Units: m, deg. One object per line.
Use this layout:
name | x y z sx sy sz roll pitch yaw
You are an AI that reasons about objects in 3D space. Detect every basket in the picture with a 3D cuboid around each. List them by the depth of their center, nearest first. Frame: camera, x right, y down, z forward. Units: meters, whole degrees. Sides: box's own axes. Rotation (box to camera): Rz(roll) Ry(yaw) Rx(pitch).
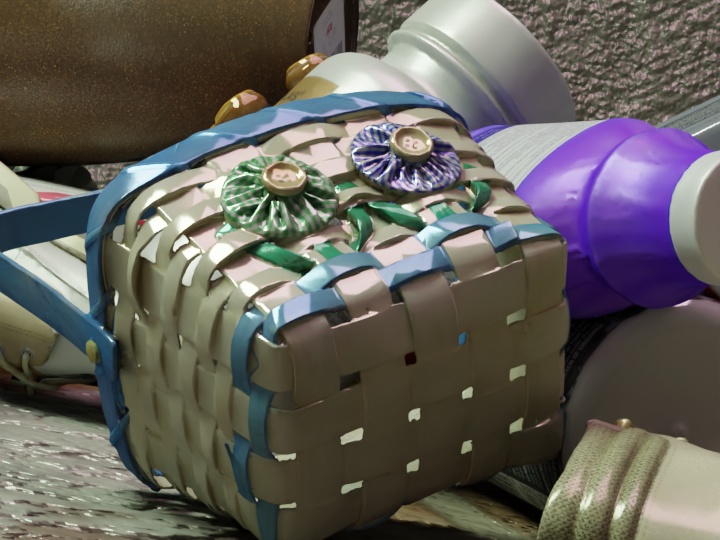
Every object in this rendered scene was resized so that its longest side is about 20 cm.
basket | -0.024 0.003 0.752 0.175 0.140 0.199 -18 28 -30

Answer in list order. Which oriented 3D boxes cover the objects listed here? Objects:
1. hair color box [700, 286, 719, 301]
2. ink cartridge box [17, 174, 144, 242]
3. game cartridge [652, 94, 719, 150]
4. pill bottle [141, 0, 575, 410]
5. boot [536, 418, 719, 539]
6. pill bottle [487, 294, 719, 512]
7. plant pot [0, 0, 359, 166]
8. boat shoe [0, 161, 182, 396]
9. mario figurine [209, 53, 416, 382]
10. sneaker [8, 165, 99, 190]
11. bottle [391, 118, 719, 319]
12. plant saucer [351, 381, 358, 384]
hair color box | 0.234 0.038 0.846 0.200 0.102 0.061 43 -6 7
ink cartridge box | -0.194 -0.007 1.075 0.143 0.085 0.200 10 3 -16
game cartridge | 0.168 -0.059 0.971 0.199 0.042 0.133 -25 9 11
pill bottle | -0.002 -0.031 0.932 0.114 0.200 0.114 43 -13 13
boot | 0.149 0.093 0.714 0.153 0.073 0.200 10 3 19
pill bottle | 0.094 0.052 0.884 0.105 0.107 0.200 11 3 -19
plant pot | -0.107 -0.137 1.132 0.198 0.189 0.187 9 2 15
boat shoe | -0.135 0.021 0.908 0.199 0.068 0.075 36 -17 31
mario figurine | 0.000 0.000 1.041 0.123 0.201 0.106 -36 -16 29
sneaker | -0.243 -0.011 1.232 0.198 0.089 0.074 -10 24 16
bottle | 0.087 -0.020 0.799 0.083 0.066 0.199 -37 18 -23
plant saucer | -0.050 0.015 1.149 0.199 0.031 0.200 34 14 -10
